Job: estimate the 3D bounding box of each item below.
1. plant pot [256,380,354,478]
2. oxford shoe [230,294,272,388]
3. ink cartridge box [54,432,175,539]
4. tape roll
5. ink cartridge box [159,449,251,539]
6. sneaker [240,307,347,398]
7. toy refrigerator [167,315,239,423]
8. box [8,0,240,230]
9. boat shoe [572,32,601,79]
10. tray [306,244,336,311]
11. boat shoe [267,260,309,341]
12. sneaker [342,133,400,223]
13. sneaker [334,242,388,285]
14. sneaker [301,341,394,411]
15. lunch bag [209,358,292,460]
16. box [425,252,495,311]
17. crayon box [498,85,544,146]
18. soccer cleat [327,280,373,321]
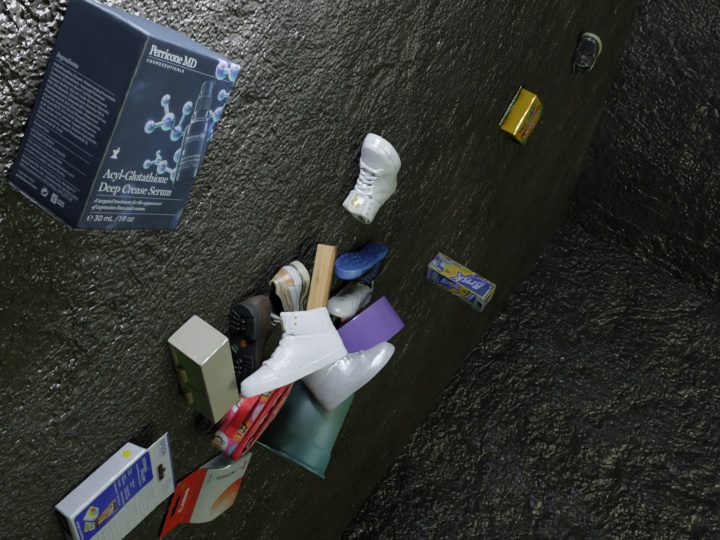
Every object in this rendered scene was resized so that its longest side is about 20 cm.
[{"bbox_3d":[-0.121,0.327,1.621,0.197,0.199,0.200,-60,162,-17],"label":"plant pot"},{"bbox_3d":[-0.193,0.131,1.315,0.084,0.072,0.201,-36,150,-51],"label":"oxford shoe"},{"bbox_3d":[-0.403,0.379,1.218,0.200,0.047,0.198,-44,154,-40],"label":"ink cartridge box"},{"bbox_3d":[-0.003,0.149,1.657,0.200,0.085,0.200,-35,178,-2],"label":"tape roll"},{"bbox_3d":[-0.322,0.471,1.534,0.200,0.050,0.163,-29,144,-60],"label":"ink cartridge box"},{"bbox_3d":[-0.132,0.134,1.260,0.199,0.116,0.074,-24,-177,-24],"label":"sneaker"},{"bbox_3d":[-0.259,0.170,1.206,0.070,0.076,0.201,-46,158,-30],"label":"toy refrigerator"},{"bbox_3d":[-0.237,-0.151,0.743,0.148,0.107,0.201,-8,126,-65],"label":"box"},{"bbox_3d":[0.718,-0.678,2.322,0.066,0.071,0.201,-60,165,-11],"label":"boat shoe"},{"bbox_3d":[-0.079,0.052,1.384,0.099,0.037,0.201,-95,-166,-88],"label":"tray"},{"bbox_3d":[-0.146,0.068,1.349,0.068,0.075,0.201,-27,144,-33],"label":"boat shoe"},{"bbox_3d":[0.017,-0.160,1.369,0.116,0.073,0.200,-56,162,-17],"label":"sneaker"},{"bbox_3d":[0.000,0.000,1.588,0.200,0.070,0.078,-27,137,-57],"label":"sneaker"},{"bbox_3d":[-0.034,0.191,1.521,0.200,0.116,0.074,-40,-173,3],"label":"sneaker"},{"bbox_3d":[-0.208,0.266,1.407,0.200,0.082,0.176,-56,175,-12],"label":"lunch bag"},{"bbox_3d":[0.294,0.033,2.147,0.070,0.199,0.064,-45,156,-30],"label":"box"},{"bbox_3d":[0.464,-0.440,2.091,0.127,0.051,0.200,-62,160,10],"label":"crayon box"},{"bbox_3d":[-0.023,0.059,1.636,0.078,0.069,0.200,-69,165,15],"label":"soccer cleat"}]
